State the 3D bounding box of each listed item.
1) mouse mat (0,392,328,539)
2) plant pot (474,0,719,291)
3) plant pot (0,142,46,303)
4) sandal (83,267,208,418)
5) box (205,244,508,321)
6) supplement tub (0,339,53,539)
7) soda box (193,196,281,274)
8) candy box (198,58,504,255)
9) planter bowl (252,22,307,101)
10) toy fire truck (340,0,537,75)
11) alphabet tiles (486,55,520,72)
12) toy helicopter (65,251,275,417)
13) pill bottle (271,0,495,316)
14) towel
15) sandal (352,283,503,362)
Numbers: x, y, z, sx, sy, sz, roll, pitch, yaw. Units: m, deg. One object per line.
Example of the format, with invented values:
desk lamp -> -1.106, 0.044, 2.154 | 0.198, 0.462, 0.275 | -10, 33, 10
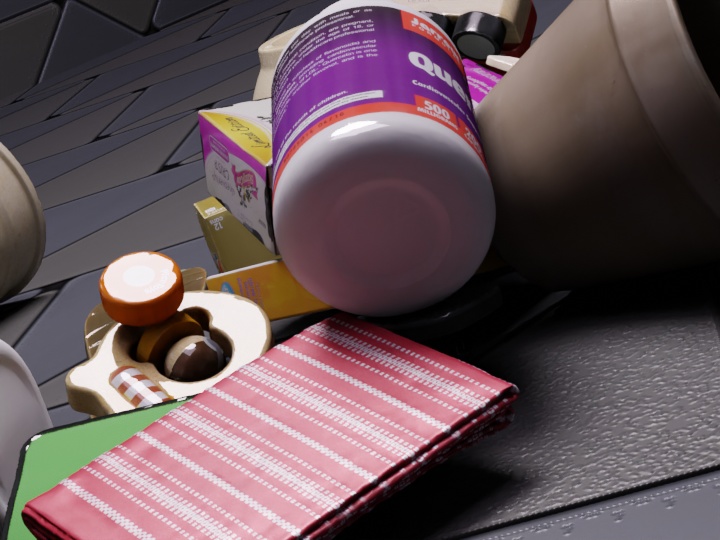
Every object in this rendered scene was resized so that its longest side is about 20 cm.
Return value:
mouse mat -> -0.092, 0.118, 0.771 | 0.160, 0.008, 0.200 | -13, 30, 5
plant pot -> 0.156, -0.074, 0.940 | 0.173, 0.201, 0.200 | -30, 8, 32
plant pot -> -0.382, -0.005, 1.357 | 0.199, 0.201, 0.184 | -13, 27, 24
sandal -> -0.128, 0.063, 1.037 | 0.080, 0.054, 0.200 | -13, 31, 3
box -> 0.000, 0.000, 1.034 | 0.199, 0.042, 0.119 | -16, -1, 42
supplement tub -> -0.271, 0.114, 0.893 | 0.199, 0.123, 0.123 | -15, 16, 13
soda box -> -0.020, -0.053, 1.262 | 0.199, 0.064, 0.068 | -22, 15, -8
candy box -> 0.011, -0.077, 1.073 | 0.199, 0.061, 0.136 | -14, 24, -20
planter bowl -> -0.011, -0.150, 1.451 | 0.199, 0.135, 0.200 | -18, 16, 5
toy fire truck -> 0.090, -0.216, 1.591 | 0.175, 0.200, 0.129 | 4, 61, 23
alphabet tiles -> 0.190, -0.118, 1.121 | 0.195, 0.015, 0.199 | 25, 19, 37
toy helicopter -> -0.103, 0.084, 0.890 | 0.131, 0.079, 0.200 | 13, 44, 16
pill bottle -> 0.008, -0.072, 0.903 | 0.112, 0.113, 0.200 | -18, 33, 8
towel -> -0.043, 0.088, 0.770 | 0.199, 0.023, 0.144 | -31, 32, -28
sandal -> 0.026, 0.042, 0.933 | 0.075, 0.048, 0.200 | -21, 1, -23
